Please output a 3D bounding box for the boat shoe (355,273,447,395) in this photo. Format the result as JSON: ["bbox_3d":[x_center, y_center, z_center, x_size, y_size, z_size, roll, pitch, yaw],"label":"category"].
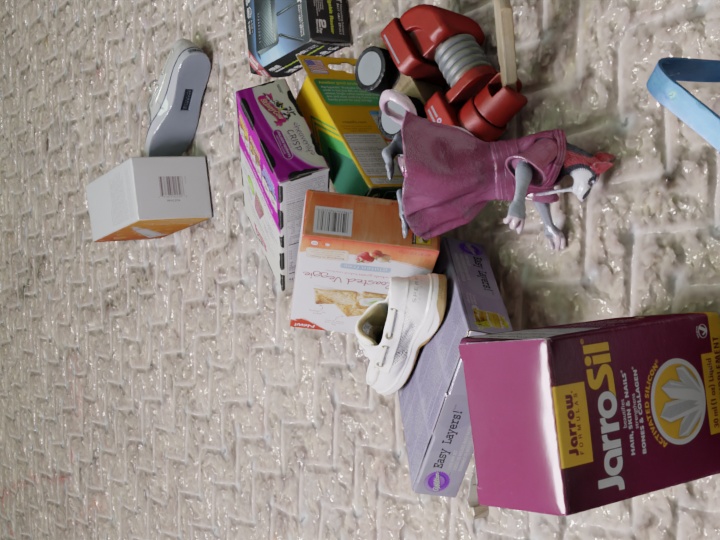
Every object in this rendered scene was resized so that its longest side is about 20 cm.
[{"bbox_3d":[0.028,0.061,1.052,0.200,0.069,0.071,113,164,-52],"label":"boat shoe"}]

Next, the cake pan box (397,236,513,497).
[{"bbox_3d":[0.086,0.096,1.028,0.184,0.052,0.201,-94,18,-63],"label":"cake pan box"}]

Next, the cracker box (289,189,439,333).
[{"bbox_3d":[0.000,0.000,1.069,0.200,0.133,0.058,103,172,-61],"label":"cracker box"}]

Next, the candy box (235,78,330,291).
[{"bbox_3d":[-0.085,-0.090,1.143,0.200,0.061,0.137,96,152,-56],"label":"candy box"}]

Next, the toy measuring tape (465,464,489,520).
[{"bbox_3d":[0.145,0.166,1.002,0.073,0.073,0.201,32,119,50],"label":"toy measuring tape"}]

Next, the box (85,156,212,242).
[{"bbox_3d":[-0.334,-0.110,1.621,0.200,0.124,0.098,-13,83,56],"label":"box"}]

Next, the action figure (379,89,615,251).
[{"bbox_3d":[0.126,-0.092,0.930,0.134,0.199,0.150,47,-147,-75],"label":"action figure"}]

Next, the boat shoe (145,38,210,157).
[{"bbox_3d":[-0.294,-0.264,1.591,0.086,0.074,0.203,51,131,39],"label":"boat shoe"}]

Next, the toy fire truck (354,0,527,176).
[{"bbox_3d":[0.096,-0.200,1.000,0.200,0.128,0.177,-44,57,35],"label":"toy fire truck"}]

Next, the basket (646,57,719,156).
[{"bbox_3d":[0.294,-0.076,0.634,0.177,0.199,0.139,58,137,36],"label":"basket"}]

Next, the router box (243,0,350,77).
[{"bbox_3d":[-0.086,-0.355,1.284,0.150,0.062,0.201,-11,84,54],"label":"router box"}]

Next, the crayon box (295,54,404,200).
[{"bbox_3d":[0.012,-0.144,1.110,0.200,0.125,0.052,63,140,31],"label":"crayon box"}]

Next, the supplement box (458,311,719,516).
[{"bbox_3d":[0.189,0.105,0.813,0.103,0.199,0.132,-8,88,56],"label":"supplement box"}]
